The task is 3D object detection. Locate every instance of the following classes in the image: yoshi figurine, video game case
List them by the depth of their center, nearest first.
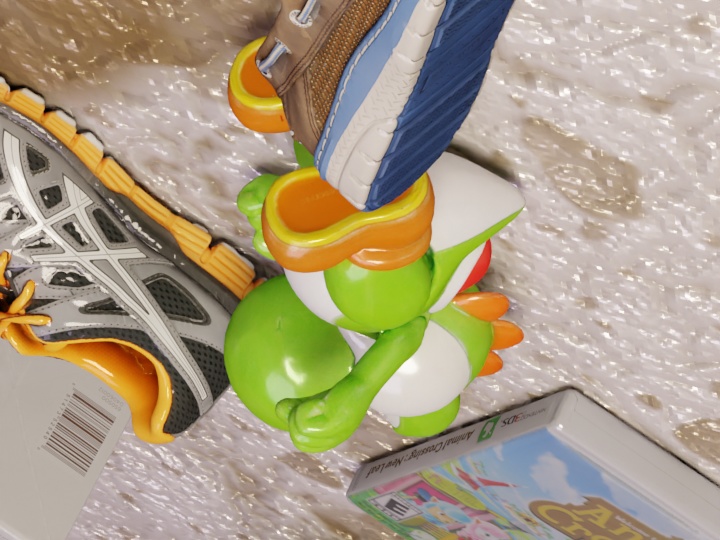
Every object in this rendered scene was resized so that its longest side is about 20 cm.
[{"bbox_3d":[-0.014,0.007,0.868,0.112,0.112,0.200,29,159,24],"label":"yoshi figurine"},{"bbox_3d":[0.115,0.128,1.057,0.200,0.022,0.182,34,152,-16],"label":"video game case"}]

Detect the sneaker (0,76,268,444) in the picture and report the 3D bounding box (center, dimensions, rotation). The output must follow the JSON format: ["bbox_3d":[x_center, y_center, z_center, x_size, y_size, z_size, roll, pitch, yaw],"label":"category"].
[{"bbox_3d":[-0.125,-0.008,0.960,0.200,0.077,0.078,34,155,-13],"label":"sneaker"}]

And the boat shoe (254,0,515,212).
[{"bbox_3d":[0.008,-0.094,0.687,0.072,0.072,0.200,41,143,11],"label":"boat shoe"}]

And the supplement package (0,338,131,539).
[{"bbox_3d":[-0.201,0.067,1.123,0.109,0.114,0.200,38,153,-22],"label":"supplement package"}]
